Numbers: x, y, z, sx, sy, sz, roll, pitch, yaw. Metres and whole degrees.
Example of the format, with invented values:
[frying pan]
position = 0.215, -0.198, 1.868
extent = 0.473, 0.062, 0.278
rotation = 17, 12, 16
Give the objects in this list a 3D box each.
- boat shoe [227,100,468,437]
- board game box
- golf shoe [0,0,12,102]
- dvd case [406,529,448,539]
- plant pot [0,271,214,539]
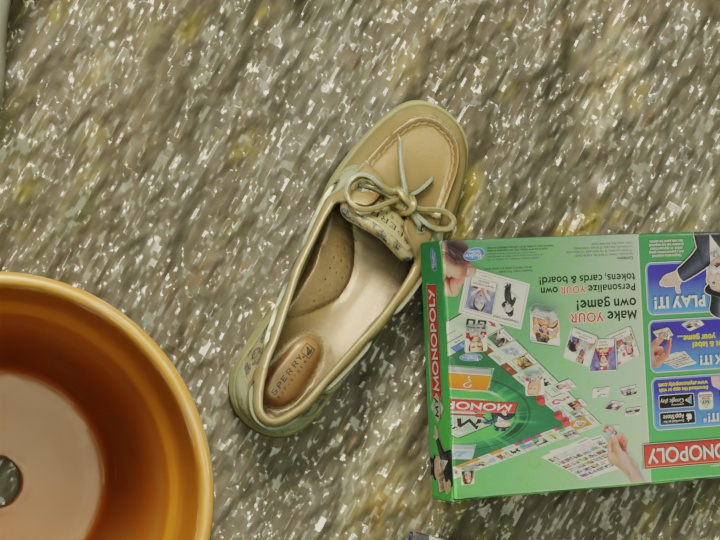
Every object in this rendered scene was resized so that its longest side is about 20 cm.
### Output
[boat shoe]
position = 0.000, 0.000, 1.135
extent = 0.073, 0.063, 0.201
rotation = 29, 83, -6
[board game box]
position = 0.130, 0.048, 1.148
extent = 0.198, 0.029, 0.136
rotation = -2, 89, -23
[golf shoe]
position = -0.189, -0.176, 1.108
extent = 0.087, 0.077, 0.202
rotation = -3, 89, -16
[dvd case]
position = 0.099, 0.240, 1.165
extent = 0.198, 0.016, 0.150
rotation = 17, 86, -9
[plant pot]
position = -0.176, 0.105, 1.042
extent = 0.198, 0.183, 0.202
rotation = 0, 87, -8
